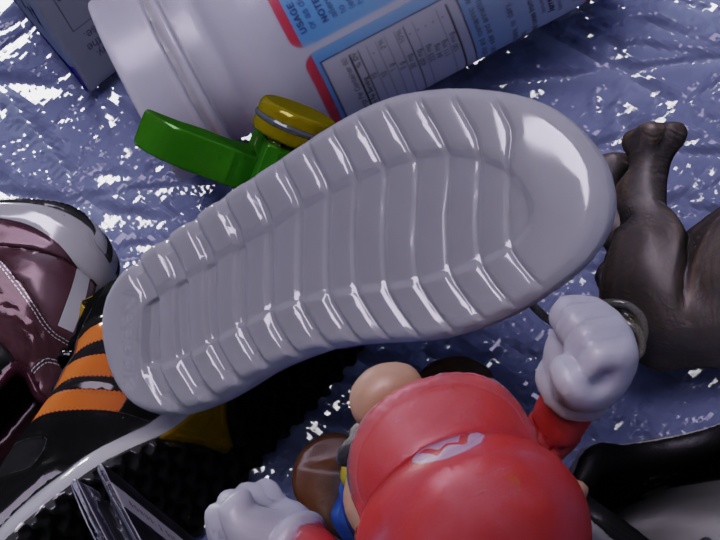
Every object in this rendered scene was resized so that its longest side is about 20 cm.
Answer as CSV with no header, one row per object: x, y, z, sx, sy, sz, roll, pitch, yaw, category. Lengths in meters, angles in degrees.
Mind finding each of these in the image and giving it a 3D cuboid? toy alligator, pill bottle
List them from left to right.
-0.004,-0.119,0.901,0.199,0.109,0.109,-27,51,0,pill bottle
0.013,-0.014,0.805,0.199,0.054,0.059,23,102,9,toy alligator

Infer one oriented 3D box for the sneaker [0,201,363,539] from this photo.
-0.090,0.052,0.842,0.200,0.070,0.090,-42,50,-19,sneaker

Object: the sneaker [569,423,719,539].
0.160,0.083,0.713,0.199,0.088,0.076,-9,52,13,sneaker

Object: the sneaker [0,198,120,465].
-0.201,0.032,0.892,0.199,0.076,0.116,-2,59,18,sneaker

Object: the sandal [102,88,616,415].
-0.002,-0.007,0.759,0.202,0.050,0.083,-18,80,28,sandal

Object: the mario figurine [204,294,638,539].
0.018,0.054,0.711,0.106,0.200,0.124,21,88,-6,mario figurine

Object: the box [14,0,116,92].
-0.105,-0.215,0.947,0.184,0.200,0.105,-37,51,-8,box

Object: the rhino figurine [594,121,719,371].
0.175,-0.011,0.789,0.199,0.060,0.088,-6,74,16,rhino figurine

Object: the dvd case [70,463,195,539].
-0.013,0.162,0.681,0.016,0.149,0.200,-36,52,3,dvd case
